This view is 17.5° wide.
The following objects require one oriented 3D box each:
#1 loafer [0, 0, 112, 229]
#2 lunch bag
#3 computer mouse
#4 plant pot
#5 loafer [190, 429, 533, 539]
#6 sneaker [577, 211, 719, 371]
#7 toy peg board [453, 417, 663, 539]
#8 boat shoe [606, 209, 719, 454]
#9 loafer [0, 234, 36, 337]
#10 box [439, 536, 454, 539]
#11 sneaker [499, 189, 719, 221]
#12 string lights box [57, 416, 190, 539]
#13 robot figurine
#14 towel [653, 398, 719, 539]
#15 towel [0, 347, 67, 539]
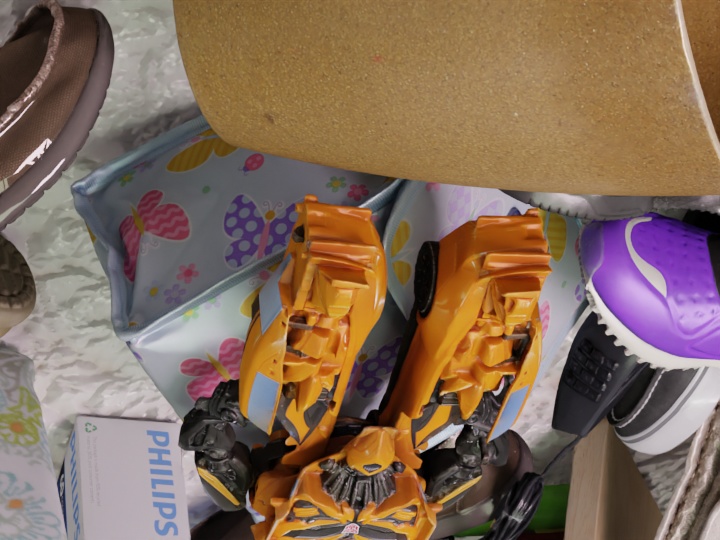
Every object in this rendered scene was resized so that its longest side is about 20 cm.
[{"bbox_3d":[-0.181,-0.039,0.942,0.200,0.073,0.071,-48,116,-6],"label":"loafer"},{"bbox_3d":[0.000,0.000,1.040,0.200,0.127,0.170,-27,138,2],"label":"lunch bag"},{"bbox_3d":[0.096,0.073,1.127,0.034,0.059,0.200,39,129,11],"label":"computer mouse"},{"bbox_3d":[0.037,-0.110,0.891,0.200,0.187,0.186,-7,141,18],"label":"plant pot"},{"bbox_3d":[-0.013,0.114,1.214,0.200,0.073,0.071,-25,127,9],"label":"loafer"},{"bbox_3d":[0.191,0.007,1.033,0.200,0.070,0.099,23,140,-30],"label":"sneaker"},{"bbox_3d":[0.108,0.217,1.267,0.098,0.200,0.199,-5,143,22],"label":"toy peg board"},{"bbox_3d":[0.158,0.009,1.126,0.066,0.070,0.200,16,133,-16],"label":"boat shoe"},{"bbox_3d":[-0.243,0.006,1.029,0.200,0.076,0.067,16,126,-27],"label":"loafer"},{"bbox_3d":[-0.023,0.227,1.355,0.143,0.036,0.200,-3,140,-8],"label":"box"},{"bbox_3d":[0.150,-0.077,0.994,0.200,0.060,0.104,2,112,-27],"label":"sneaker"},{"bbox_3d":[-0.138,0.179,1.225,0.059,0.103,0.200,5,136,-17],"label":"string lights box"},{"bbox_3d":[0.004,0.052,0.961,0.145,0.058,0.200,3,137,-13],"label":"robot figurine"},{"bbox_3d":[0.197,0.139,1.201,0.132,0.034,0.200,9,103,-52],"label":"towel"},{"bbox_3d":[-0.220,0.089,1.035,0.171,0.200,0.048,15,120,-25],"label":"towel"}]
